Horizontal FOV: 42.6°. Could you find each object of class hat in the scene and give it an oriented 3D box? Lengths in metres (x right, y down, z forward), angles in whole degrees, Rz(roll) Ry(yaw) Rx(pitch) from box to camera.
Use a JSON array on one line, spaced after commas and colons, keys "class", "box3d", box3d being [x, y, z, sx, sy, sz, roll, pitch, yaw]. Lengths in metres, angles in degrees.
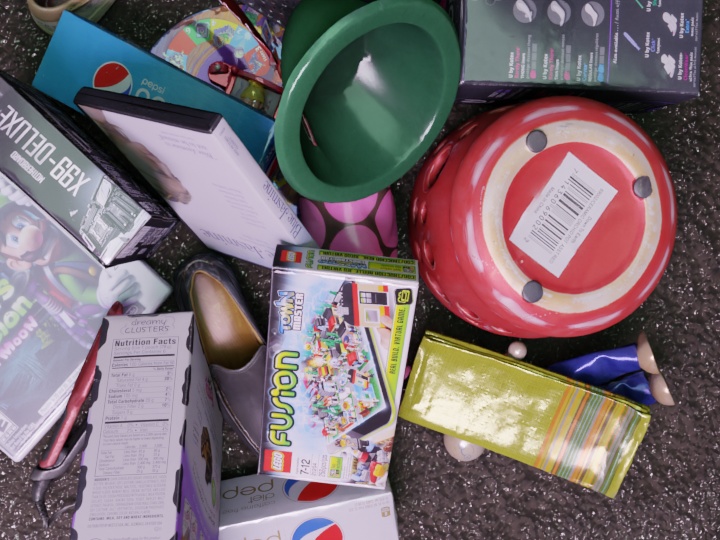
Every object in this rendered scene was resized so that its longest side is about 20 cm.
[{"class": "hat", "box3d": [-0.039, -0.178, 0.707, 0.165, 0.201, 0.176, -33, 56, -14]}]

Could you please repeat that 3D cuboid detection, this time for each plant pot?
[{"class": "plant pot", "box3d": [0.148, -0.039, 0.754, 0.197, 0.182, 0.203, 0, 94, -7]}]

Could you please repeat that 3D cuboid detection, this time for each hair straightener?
[{"class": "hair straightener", "box3d": [-0.216, 0.130, 0.783, 0.076, 0.041, 0.202, 24, 92, -27]}]

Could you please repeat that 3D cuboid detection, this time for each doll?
[{"class": "doll", "box3d": [0.163, 0.114, 0.806, 0.198, 0.049, 0.137, -24, 120, 15]}]

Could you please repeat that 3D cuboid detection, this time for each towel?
[{"class": "towel", "box3d": [0.135, 0.121, 0.777, 0.198, 0.018, 0.087, 19, 107, 7]}]

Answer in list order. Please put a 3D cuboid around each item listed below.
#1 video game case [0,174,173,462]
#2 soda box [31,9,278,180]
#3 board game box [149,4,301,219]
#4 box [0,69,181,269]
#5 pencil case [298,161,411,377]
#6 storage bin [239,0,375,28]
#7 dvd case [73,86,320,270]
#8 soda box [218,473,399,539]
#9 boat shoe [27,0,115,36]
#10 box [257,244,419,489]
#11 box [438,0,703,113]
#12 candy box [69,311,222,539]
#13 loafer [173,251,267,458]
[{"class": "video game case", "box3d": [-0.293, 0.029, 0.791, 0.182, 0.023, 0.200, 43, 88, -5]}, {"class": "soda box", "box3d": [-0.157, -0.131, 0.748, 0.198, 0.064, 0.068, 28, 98, 5]}, {"class": "board game box", "box3d": [-0.105, -0.129, 0.794, 0.156, 0.039, 0.202, -23, 94, -4]}, {"class": "box", "box3d": [-0.219, -0.076, 0.705, 0.158, 0.200, 0.050, 43, 88, -6]}, {"class": "pencil case", "box3d": [0.000, 0.000, 0.788, 0.090, 0.094, 0.203, -1, 96, 20]}, {"class": "storage bin", "box3d": [-0.041, -0.281, 0.754, 0.199, 0.094, 0.136, 31, 75, -7]}, {"class": "dvd case", "box3d": [-0.112, -0.059, 0.699, 0.141, 0.200, 0.018, 16, 67, 33]}, {"class": "soda box", "box3d": [-0.069, 0.216, 0.790, 0.197, 0.068, 0.064, -11, 113, -5]}, {"class": "boat shoe", "box3d": [-0.204, -0.281, 0.766, 0.074, 0.066, 0.201, 34, 89, -6]}, {"class": "box", "box3d": [-0.021, 0.080, 0.721, 0.108, 0.035, 0.202, 6, 121, -2]}, {"class": "box", "box3d": [0.170, -0.196, 0.778, 0.197, 0.122, 0.108, 1, 92, -6]}, {"class": "candy box", "box3d": [-0.148, 0.159, 0.676, 0.070, 0.169, 0.202, -3, 53, -1]}, {"class": "loafer", "box3d": [-0.105, 0.081, 0.786, 0.072, 0.072, 0.202, -29, 95, -5]}]
